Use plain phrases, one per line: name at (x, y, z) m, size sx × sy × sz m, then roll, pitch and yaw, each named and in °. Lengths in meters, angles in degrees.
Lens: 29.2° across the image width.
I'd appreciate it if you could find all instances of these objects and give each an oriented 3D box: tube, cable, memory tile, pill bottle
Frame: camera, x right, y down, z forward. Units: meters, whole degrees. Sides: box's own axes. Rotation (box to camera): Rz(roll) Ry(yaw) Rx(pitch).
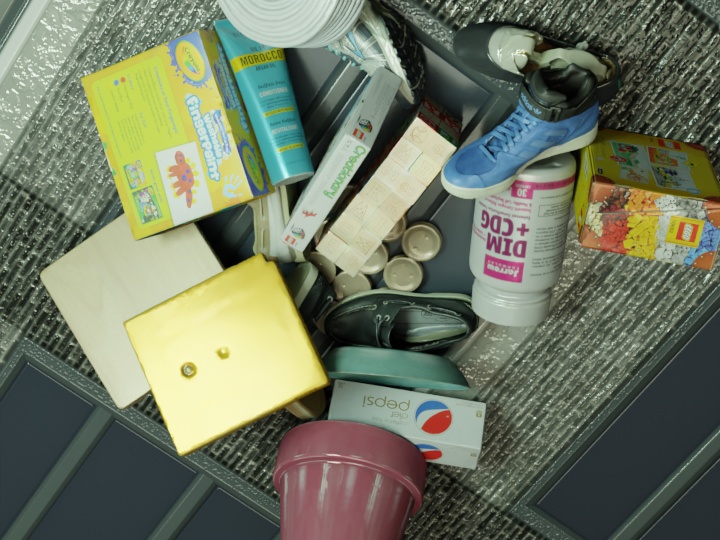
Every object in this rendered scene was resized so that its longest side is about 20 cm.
tube at (-0.105, -0.199, 1.591) m, size 0.077 × 0.050 × 0.202 m, roll -15°, pitch 86°, yaw -28°
cable at (-0.078, -0.343, 1.515) m, size 0.200 × 0.069 × 0.201 m, roll 41°, pitch 121°, yaw 20°
memory tile at (0.000, 0.000, 1.730) m, size 0.152 × 0.017 × 0.201 m, roll 27°, pitch 114°, yaw -6°
pill bottle at (0.188, -0.044, 1.636) m, size 0.112 × 0.114 × 0.202 m, roll 5°, pitch 115°, yaw 4°

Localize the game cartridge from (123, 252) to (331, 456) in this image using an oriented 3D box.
game cartridge at (-0.158, 0.097, 1.628) m, size 0.199 × 0.032 × 0.177 m, roll -26°, pitch 80°, yaw 4°

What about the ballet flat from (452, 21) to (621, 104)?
ballet flat at (0.205, -0.242, 1.566) m, size 0.198 × 0.073 × 0.074 m, roll 17°, pitch 115°, yaw -3°

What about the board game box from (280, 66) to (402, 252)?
board game box at (-0.024, -0.125, 1.578) m, size 0.034 × 0.127 × 0.200 m, roll 29°, pitch 138°, yaw -6°

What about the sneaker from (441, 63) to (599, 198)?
sneaker at (0.175, -0.161, 1.515) m, size 0.199 × 0.077 × 0.112 m, roll -23°, pitch 142°, yaw -12°

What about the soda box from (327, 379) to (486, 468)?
soda box at (0.058, 0.198, 1.774) m, size 0.198 × 0.069 × 0.064 m, roll 9°, pitch 147°, yaw 3°

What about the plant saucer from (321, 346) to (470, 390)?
plant saucer at (0.038, 0.119, 1.704) m, size 0.198 × 0.200 × 0.036 m, roll 5°, pitch 82°, yaw 4°

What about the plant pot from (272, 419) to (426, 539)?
plant pot at (-0.022, 0.314, 1.745) m, size 0.198 × 0.180 × 0.201 m, roll 7°, pitch 146°, yaw 5°

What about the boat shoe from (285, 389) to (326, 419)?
boat shoe at (-0.128, 0.117, 1.771) m, size 0.200 × 0.074 × 0.069 m, roll 48°, pitch 127°, yaw -7°

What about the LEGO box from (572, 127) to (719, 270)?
LEGO box at (0.320, -0.086, 1.556) m, size 0.148 × 0.200 × 0.078 m, roll 11°, pitch 115°, yaw 2°

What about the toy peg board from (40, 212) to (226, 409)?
toy peg board at (-0.253, 0.035, 1.715) m, size 0.199 × 0.098 × 0.201 m, roll -34°, pitch 80°, yaw 5°

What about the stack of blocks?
stack of blocks at (0.034, -0.100, 1.621) m, size 0.058 × 0.115 × 0.200 m, roll 37°, pitch 110°, yaw -7°

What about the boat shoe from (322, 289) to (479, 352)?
boat shoe at (0.049, 0.070, 1.711) m, size 0.198 × 0.066 × 0.075 m, roll 1°, pitch 116°, yaw 5°

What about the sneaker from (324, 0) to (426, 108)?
sneaker at (0.003, -0.269, 1.587) m, size 0.086 × 0.078 × 0.201 m, roll -26°, pitch 102°, yaw 29°

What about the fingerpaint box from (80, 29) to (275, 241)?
fingerpaint box at (-0.211, -0.157, 1.611) m, size 0.166 × 0.073 × 0.201 m, roll -19°, pitch 91°, yaw 21°

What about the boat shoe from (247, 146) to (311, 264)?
boat shoe at (-0.113, -0.102, 1.664) m, size 0.068 × 0.075 × 0.202 m, roll -6°, pitch 108°, yaw 14°

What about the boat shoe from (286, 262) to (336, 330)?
boat shoe at (-0.095, 0.090, 1.695) m, size 0.066 × 0.074 × 0.200 m, roll 37°, pitch 71°, yaw -27°
